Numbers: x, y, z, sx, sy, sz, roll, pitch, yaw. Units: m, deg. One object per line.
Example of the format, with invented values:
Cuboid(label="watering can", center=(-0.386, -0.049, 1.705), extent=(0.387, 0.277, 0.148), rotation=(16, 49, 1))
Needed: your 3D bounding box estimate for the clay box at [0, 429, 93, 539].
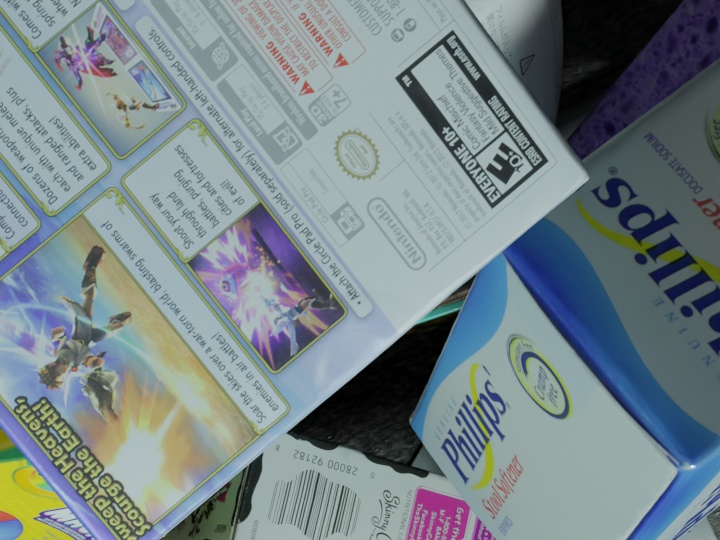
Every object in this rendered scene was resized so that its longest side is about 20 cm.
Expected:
Cuboid(label="clay box", center=(-0.163, 0.081, 1.087), extent=(0.198, 0.048, 0.115), rotation=(-8, 157, 12))

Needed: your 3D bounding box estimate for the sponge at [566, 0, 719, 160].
Cuboid(label="sponge", center=(0.134, -0.095, 0.973), extent=(0.200, 0.030, 0.112), rotation=(-51, 176, 39))

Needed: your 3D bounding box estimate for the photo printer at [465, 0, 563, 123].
Cuboid(label="photo printer", center=(-0.011, -0.047, 0.910), extent=(0.200, 0.069, 0.167), rotation=(-44, 150, -17))

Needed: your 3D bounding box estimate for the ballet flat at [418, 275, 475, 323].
Cuboid(label="ballet flat", center=(0.000, 0.000, 1.078), extent=(0.199, 0.069, 0.068), rotation=(-28, -169, 24))

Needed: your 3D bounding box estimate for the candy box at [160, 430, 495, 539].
Cuboid(label="candy box", center=(0.016, 0.123, 1.195), extent=(0.199, 0.061, 0.136), rotation=(17, 169, -19))

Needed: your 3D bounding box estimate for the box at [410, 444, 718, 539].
Cuboid(label="box", center=(0.082, 0.153, 1.410), extent=(0.124, 0.098, 0.200), rotation=(-9, 152, -22))

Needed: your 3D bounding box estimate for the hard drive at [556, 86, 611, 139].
Cuboid(label="hard drive", center=(0.147, -0.024, 1.103), extent=(0.199, 0.132, 0.026), rotation=(-27, -163, 13))

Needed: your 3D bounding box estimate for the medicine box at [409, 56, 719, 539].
Cuboid(label="medicine box", center=(0.131, 0.005, 0.954), extent=(0.200, 0.103, 0.182), rotation=(-37, 167, -20))

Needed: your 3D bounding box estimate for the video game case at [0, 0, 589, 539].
Cuboid(label="video game case", center=(-0.063, -0.048, 0.778), extent=(0.181, 0.200, 0.045), rotation=(-39, -162, -5))
